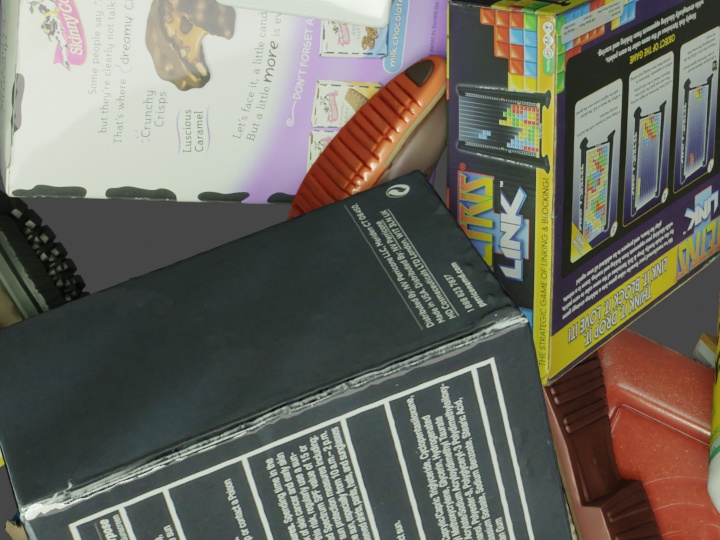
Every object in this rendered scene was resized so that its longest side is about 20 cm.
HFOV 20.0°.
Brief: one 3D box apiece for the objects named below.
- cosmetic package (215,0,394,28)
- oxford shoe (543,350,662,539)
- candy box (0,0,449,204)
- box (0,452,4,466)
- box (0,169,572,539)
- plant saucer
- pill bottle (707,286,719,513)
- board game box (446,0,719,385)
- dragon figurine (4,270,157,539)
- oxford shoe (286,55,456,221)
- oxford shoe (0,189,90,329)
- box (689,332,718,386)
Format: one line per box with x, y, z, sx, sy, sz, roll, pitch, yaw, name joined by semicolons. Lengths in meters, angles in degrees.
-0.007;-0.204;0.811;0.071;0.101;0.201;8;104;1;cosmetic package
0.085;0.083;1.015;0.075;0.070;0.201;-23;79;33;oxford shoe
-0.061;-0.119;0.924;0.199;0.072;0.168;2;109;-16;candy box
-0.220;0.057;0.894;0.117;0.200;0.048;31;55;-23;box
-0.028;0.095;0.826;0.198;0.123;0.200;-21;127;-9;box
0.171;0.157;1.045;0.200;0.037;0.200;25;104;13;plant saucer
0.229;0.024;0.982;0.113;0.113;0.200;21;60;-20;pill bottle
0.109;-0.060;0.934;0.200;0.057;0.166;-29;125;-53;board game box
-0.136;0.090;0.986;0.059;0.100;0.200;28;119;-23;dragon figurine
0.000;0.000;0.904;0.072;0.071;0.200;27;102;-16;oxford shoe
-0.187;-0.003;0.919;0.084;0.073;0.200;-42;87;10;oxford shoe
0.248;0.120;1.109;0.200;0.041;0.119;19;104;-22;box
